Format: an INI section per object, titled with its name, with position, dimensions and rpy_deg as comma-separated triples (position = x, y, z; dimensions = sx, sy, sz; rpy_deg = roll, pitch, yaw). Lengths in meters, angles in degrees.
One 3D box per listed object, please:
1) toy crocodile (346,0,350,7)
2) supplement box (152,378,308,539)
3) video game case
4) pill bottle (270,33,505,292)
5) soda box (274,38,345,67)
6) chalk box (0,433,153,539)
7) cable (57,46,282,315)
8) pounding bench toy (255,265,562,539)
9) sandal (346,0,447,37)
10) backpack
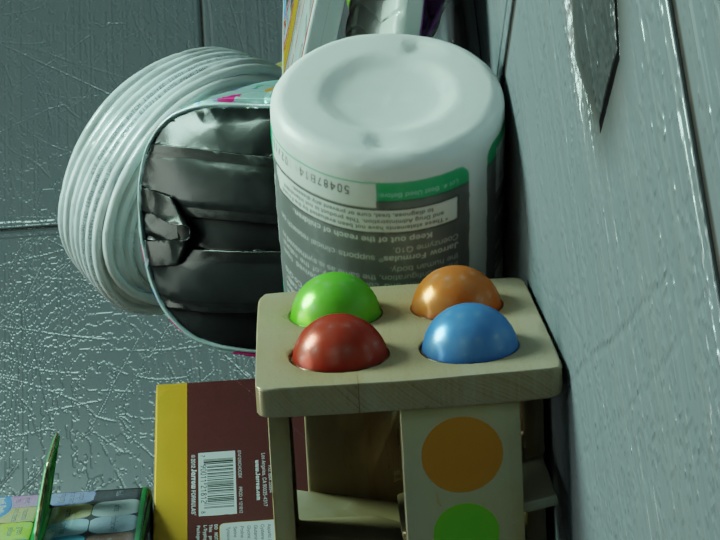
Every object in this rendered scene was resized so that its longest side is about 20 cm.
[toy crocodile]
position = 0.021, -0.207, 1.308
dimensions = 0.200, 0.062, 0.068
rpy_deg = 75, -170, -74
[supplement box]
position = -0.021, 0.176, 1.105
dimensions = 0.197, 0.199, 0.133
rpy_deg = -96, 3, -49
[video game case]
position = -0.025, -0.174, 1.032
dimensions = 0.200, 0.017, 0.143
rpy_deg = -93, 13, -50
[pill bottle]
position = 0.016, -0.008, 0.911
dimensions = 0.113, 0.113, 0.200
rpy_deg = -96, 3, -51
[soda box]
position = -0.002, -0.066, 1.349
dimensions = 0.068, 0.064, 0.200
rpy_deg = 108, 141, -86
[chalk box]
position = -0.178, 0.197, 1.027
dimensions = 0.124, 0.123, 0.201
rpy_deg = -107, 13, -79
[cable]
position = -0.117, -0.063, 1.251
dimensions = 0.069, 0.200, 0.200
rpy_deg = 38, 140, 30
[pounding bench toy]
position = 0.018, 0.071, 0.827
dimensions = 0.200, 0.124, 0.156
rpy_deg = -99, 6, -73
[sandal]
position = 0.033, -0.169, 0.951
dimensions = 0.082, 0.050, 0.203
rpy_deg = -149, 66, -70
[backpack]
position = -0.033, -0.035, 1.127
dimensions = 0.151, 0.200, 0.178
rpy_deg = -40, -53, -67
